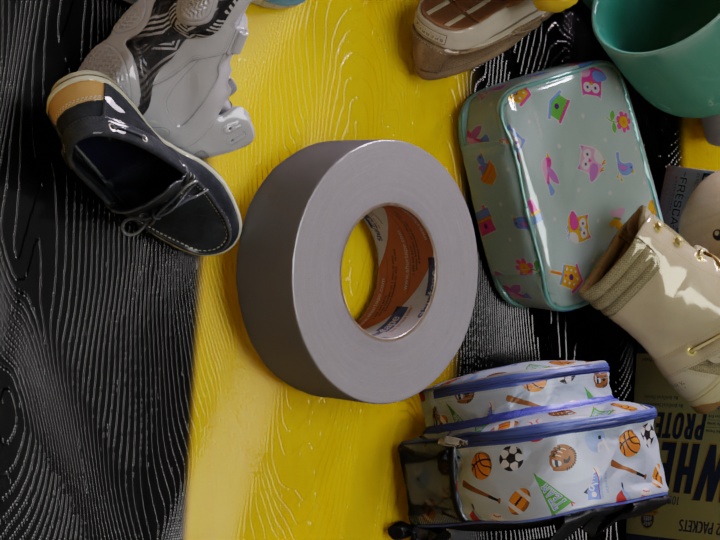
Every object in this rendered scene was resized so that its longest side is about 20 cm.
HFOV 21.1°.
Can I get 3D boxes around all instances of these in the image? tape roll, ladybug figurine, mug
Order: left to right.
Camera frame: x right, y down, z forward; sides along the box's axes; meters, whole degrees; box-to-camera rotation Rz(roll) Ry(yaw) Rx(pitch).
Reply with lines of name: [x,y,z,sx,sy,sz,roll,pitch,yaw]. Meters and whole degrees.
tape roll: [0.000,0.000,1.477,0.200,0.066,0.201,-4,96,-45]
mug: [0.280,-0.212,1.607,0.152,0.185,0.114,-35,128,16]
ladybug figurine: [0.355,-0.009,1.666,0.200,0.072,0.136,34,85,-36]

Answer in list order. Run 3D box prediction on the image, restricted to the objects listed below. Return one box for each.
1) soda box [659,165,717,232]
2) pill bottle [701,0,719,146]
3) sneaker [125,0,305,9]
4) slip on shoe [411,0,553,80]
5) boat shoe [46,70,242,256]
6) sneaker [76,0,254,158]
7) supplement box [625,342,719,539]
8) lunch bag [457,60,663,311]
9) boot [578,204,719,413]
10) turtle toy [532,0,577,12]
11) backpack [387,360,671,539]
soda box: [0.362,-0.046,1.748,0.200,0.068,0.064,9,93,-35]
pill bottle: [0.343,-0.219,1.712,0.114,0.114,0.200,-19,101,-34]
sneaker: [-0.098,-0.236,1.413,0.200,0.090,0.079,-5,92,-33]
slip on shoe: [0.117,-0.213,1.588,0.200,0.076,0.061,-35,149,-39]
boat shoe: [-0.150,-0.061,1.362,0.200,0.075,0.062,48,21,-46]
sneaker: [-0.106,-0.157,1.377,0.200,0.075,0.115,-42,132,18]
supplement box: [0.353,0.162,1.701,0.200,0.134,0.200,7,84,-35]
lunch bag: [0.172,-0.069,1.612,0.160,0.077,0.200,-22,102,-35]
boot: [0.289,-0.006,1.566,0.155,0.073,0.200,43,87,-5]
turtle toy: [0.193,-0.291,1.543,0.200,0.101,0.146,-13,102,-10]
backpack: [0.144,0.145,1.520,0.200,0.190,0.154,-13,97,-34]
